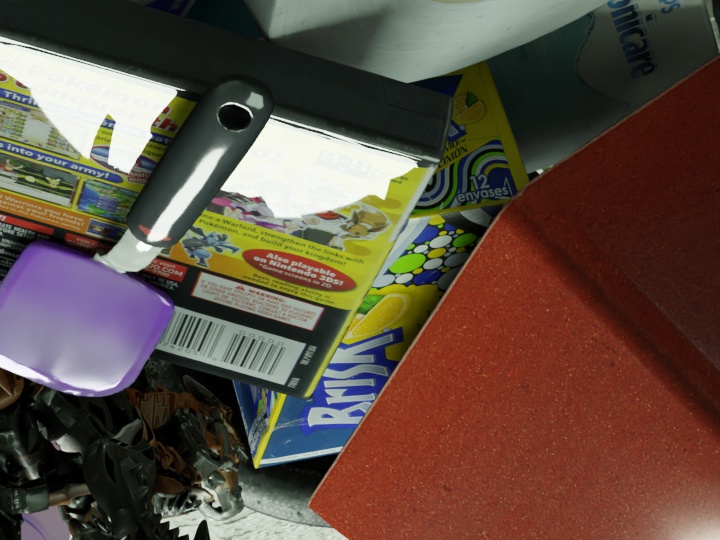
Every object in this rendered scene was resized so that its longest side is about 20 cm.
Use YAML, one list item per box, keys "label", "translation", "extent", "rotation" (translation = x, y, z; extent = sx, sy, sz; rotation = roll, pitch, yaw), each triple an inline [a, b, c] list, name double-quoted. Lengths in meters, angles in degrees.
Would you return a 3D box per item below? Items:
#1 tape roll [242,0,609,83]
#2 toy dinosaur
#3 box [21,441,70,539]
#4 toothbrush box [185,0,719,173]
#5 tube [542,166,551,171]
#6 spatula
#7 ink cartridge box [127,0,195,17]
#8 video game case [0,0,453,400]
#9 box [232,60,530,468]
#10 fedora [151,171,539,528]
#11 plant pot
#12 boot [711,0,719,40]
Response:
- label: "tape roll"
  translation: [0.047, -0.136, 0.859]
  extent: [0.200, 0.066, 0.200]
  rotation: [-26, 164, -8]
- label: "toy dinosaur"
  translation: [-0.109, 0.067, 1.008]
  extent: [0.200, 0.136, 0.102]
  rotation: [7, 146, -36]
- label: "box"
  translation: [-0.226, 0.048, 1.083]
  extent: [0.199, 0.097, 0.176]
  rotation: [7, 164, 19]
- label: "toothbrush box"
  translation: [0.023, -0.090, 1.037]
  extent: [0.199, 0.086, 0.146]
  rotation: [-18, 157, 8]
- label: "tube"
  translation: [0.126, -0.033, 1.221]
  extent: [0.058, 0.052, 0.200]
  rotation: [-2, 152, 33]
- label: "spatula"
  translation: [-0.068, -0.009, 0.881]
  extent: [0.056, 0.021, 0.200]
  rotation: [24, 149, -13]
- label: "ink cartridge box"
  translation: [-0.110, -0.132, 0.852]
  extent: [0.199, 0.044, 0.198]
  rotation: [-8, 156, -33]
- label: "video game case"
  translation: [-0.088, -0.030, 0.902]
  extent: [0.199, 0.026, 0.181]
  rotation: [16, 152, -7]
- label: "box"
  translation: [0.000, 0.000, 1.036]
  extent: [0.070, 0.064, 0.200]
  rotation: [-9, 155, -16]
- label: "fedora"
  translation: [-0.006, 0.013, 1.212]
  extent: [0.200, 0.201, 0.092]
  rotation: [-15, -170, -1]
- label: "plant pot"
  translation: [0.135, 0.051, 1.023]
  extent: [0.200, 0.176, 0.200]
  rotation: [-34, 164, -40]
- label: "boot"
  translation: [0.188, -0.062, 1.121]
  extent: [0.073, 0.154, 0.204]
  rotation: [-18, 158, 4]
